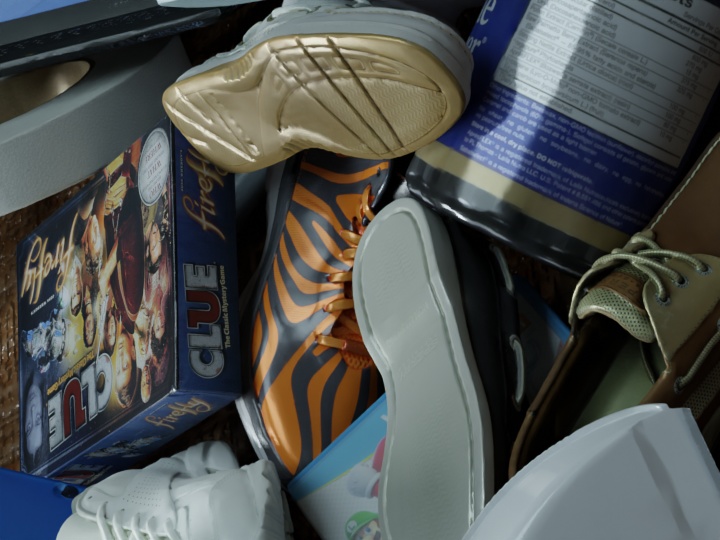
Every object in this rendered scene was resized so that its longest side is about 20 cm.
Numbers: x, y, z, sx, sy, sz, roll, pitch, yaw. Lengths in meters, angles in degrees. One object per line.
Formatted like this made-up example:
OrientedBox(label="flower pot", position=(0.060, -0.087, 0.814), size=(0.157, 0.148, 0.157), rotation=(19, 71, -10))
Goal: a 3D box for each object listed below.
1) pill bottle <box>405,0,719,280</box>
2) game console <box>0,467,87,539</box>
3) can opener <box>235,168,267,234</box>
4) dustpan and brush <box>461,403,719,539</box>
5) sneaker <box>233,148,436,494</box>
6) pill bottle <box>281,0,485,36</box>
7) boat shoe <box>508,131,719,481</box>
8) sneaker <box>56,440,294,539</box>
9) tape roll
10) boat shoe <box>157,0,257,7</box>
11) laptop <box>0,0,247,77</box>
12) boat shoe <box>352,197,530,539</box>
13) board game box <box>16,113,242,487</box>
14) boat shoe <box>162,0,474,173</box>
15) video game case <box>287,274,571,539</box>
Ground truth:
OrientedBox(label="pill bottle", position=(0.108, -0.102, 1.190), size=(0.112, 0.112, 0.201), rotation=(30, 97, 49))
OrientedBox(label="game console", position=(-0.190, 0.197, 1.360), size=(0.118, 0.199, 0.172), rotation=(-75, -2, -68))
OrientedBox(label="can opener", position=(-0.044, -0.084, 1.405), size=(0.200, 0.052, 0.067), rotation=(-56, 8, 13))
OrientedBox(label="dustpan and brush", position=(0.059, 0.150, 1.091), size=(0.199, 0.140, 0.057), rotation=(-27, 9, -7))
OrientedBox(label="sneaker", position=(0.000, 0.000, 1.277), size=(0.112, 0.077, 0.201), rotation=(-25, 58, 53))
OrientedBox(label="pill bottle", position=(0.030, -0.194, 1.312), size=(0.112, 0.112, 0.201), rotation=(14, 84, 49))
OrientedBox(label="boat shoe", position=(0.123, 0.025, 1.133), size=(0.075, 0.074, 0.201), rotation=(13, 72, 44))
OrientedBox(label="sneaker", position=(-0.086, 0.128, 1.267), size=(0.200, 0.099, 0.078), rotation=(180, 79, -75))
OrientedBox(label="tape roll", position=(-0.181, -0.072, 1.449), size=(0.202, 0.203, 0.037), rotation=(-4, 115, 46))
OrientedBox(label="boat shoe", position=(-0.021, -0.170, 1.223), size=(0.199, 0.071, 0.092), rotation=(-3, 92, 42))
OrientedBox(label="laptop", position=(-0.142, -0.169, 1.442), size=(0.176, 0.200, 0.104), rotation=(-13, 100, 14))
OrientedBox(label="boat shoe", position=(0.043, 0.062, 1.178), size=(0.074, 0.060, 0.201), rotation=(-44, 42, 35))
OrientedBox(label="board game box", position=(-0.116, 0.022, 1.360), size=(0.200, 0.034, 0.136), rotation=(-34, 54, 56))
OrientedBox(label="boat shoe", position=(-0.011, -0.092, 1.217), size=(0.069, 0.071, 0.200), rotation=(-49, 25, -27))
OrientedBox(label="video game case", position=(0.067, 0.108, 1.184), size=(0.143, 0.018, 0.200), rotation=(-43, 46, 4))
